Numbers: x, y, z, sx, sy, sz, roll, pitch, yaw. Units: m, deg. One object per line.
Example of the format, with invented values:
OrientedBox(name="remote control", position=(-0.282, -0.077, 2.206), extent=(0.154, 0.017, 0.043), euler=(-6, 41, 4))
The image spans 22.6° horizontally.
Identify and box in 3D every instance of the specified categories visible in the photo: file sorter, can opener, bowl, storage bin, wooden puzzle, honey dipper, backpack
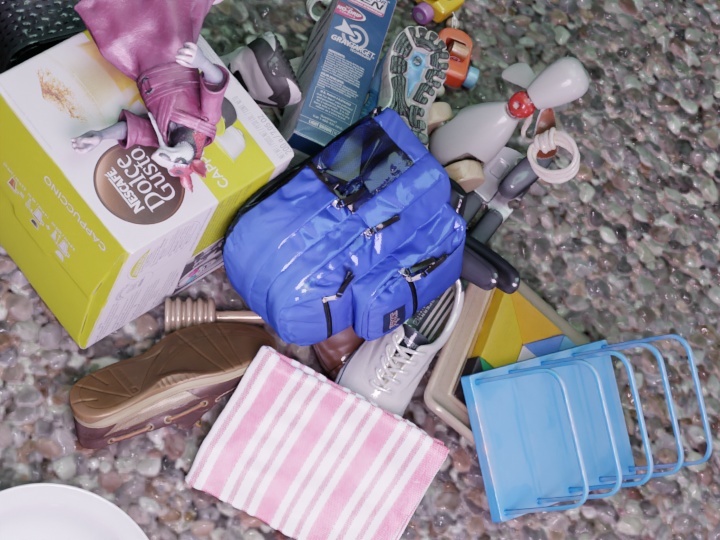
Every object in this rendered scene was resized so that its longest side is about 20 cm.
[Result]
OrientedBox(name="file sorter", position=(0.218, 0.143, 1.688), extent=(0.200, 0.123, 0.139), euler=(-11, 89, -42))
OrientedBox(name="can opener", position=(0.122, -0.060, 1.839), extent=(0.053, 0.066, 0.200), euler=(39, 62, 1))
OrientedBox(name="bowl", position=(-0.264, 0.285, 1.486), extent=(0.201, 0.090, 0.201), euler=(9, 61, -17))
OrientedBox(name="storage bin", position=(-0.270, -0.235, 1.721), extent=(0.200, 0.135, 0.094), euler=(-18, 72, -29))
OrientedBox(name="wooden puzzle", position=(0.155, 0.100, 1.744), extent=(0.185, 0.037, 0.200), euler=(41, 52, -27))
OrientedBox(name="honey dipper", position=(-0.083, 0.044, 1.683), extent=(0.200, 0.038, 0.038), euler=(0, 63, -4))
OrientedBox(name="backpack", position=(-0.015, -0.022, 1.612), extent=(0.200, 0.163, 0.168), euler=(-34, 66, -13))
OrientedBox(name="can opener", position=(0.085, -0.029, 1.722), extent=(0.063, 0.079, 0.200), euler=(2, 26, -27))

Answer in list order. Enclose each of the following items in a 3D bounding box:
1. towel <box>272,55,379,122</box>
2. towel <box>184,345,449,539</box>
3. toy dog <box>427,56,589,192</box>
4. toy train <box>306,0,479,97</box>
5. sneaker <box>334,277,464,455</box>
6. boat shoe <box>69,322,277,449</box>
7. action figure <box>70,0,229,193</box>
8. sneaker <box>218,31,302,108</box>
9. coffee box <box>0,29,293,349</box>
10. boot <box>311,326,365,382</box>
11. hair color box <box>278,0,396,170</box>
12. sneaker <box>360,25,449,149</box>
OrientedBox(name="towel", position=(-0.005, -0.141, 1.842), extent=(0.132, 0.034, 0.200), euler=(-22, 75, -29))
OrientedBox(name="towel", position=(-0.038, 0.175, 1.622), extent=(0.200, 0.030, 0.146), euler=(29, 94, -6))
OrientedBox(name="toy dog", position=(0.148, -0.145, 1.818), extent=(0.096, 0.200, 0.132), euler=(0, 86, -62))
OrientedBox(name="toy train", position=(0.050, -0.282, 1.924), extent=(0.200, 0.056, 0.150), euler=(25, 57, -9))
OrientedBox(name="sneaker", position=(0.031, 0.080, 1.664), extent=(0.073, 0.071, 0.200), euler=(29, 72, -2))
OrientedBox(name="boat shoe", position=(-0.168, 0.109, 1.631), extent=(0.200, 0.072, 0.072), euler=(-23, 47, -26))
OrientedBox(name="action figure", position=(-0.167, -0.159, 1.530), extent=(0.149, 0.134, 0.200), euler=(2, 70, -68))
OrientedBox(name="sneaker", position=(-0.115, -0.179, 1.734), extent=(0.080, 0.200, 0.074), euler=(-24, 96, -17))
OrientedBox(name="coffee box", position=(-0.216, -0.088, 1.630), extent=(0.198, 0.200, 0.200), euler=(-33, 79, -32))
OrientedBox(name="boot", position=(0.000, 0.000, 1.758), extent=(0.186, 0.064, 0.200), euler=(-24, 74, -30))
OrientedBox(name="hair color box", position=(-0.030, -0.179, 1.772), extent=(0.060, 0.100, 0.200), euler=(24, 59, -12))
OrientedBox(name="sneaker", position=(0.029, -0.141, 1.793), extent=(0.078, 0.090, 0.200), euler=(25, 79, -14))
